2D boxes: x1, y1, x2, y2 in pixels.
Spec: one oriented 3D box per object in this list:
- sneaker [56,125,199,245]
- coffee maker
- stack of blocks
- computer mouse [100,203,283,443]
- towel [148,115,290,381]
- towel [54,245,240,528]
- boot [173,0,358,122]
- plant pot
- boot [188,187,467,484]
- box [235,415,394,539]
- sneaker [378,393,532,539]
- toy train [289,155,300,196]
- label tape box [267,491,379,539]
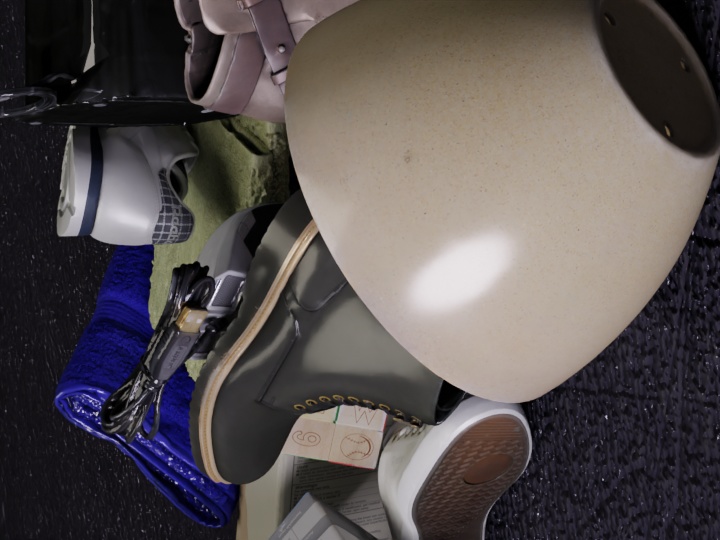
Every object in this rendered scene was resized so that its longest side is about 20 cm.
[{"bbox_3d":[-0.141,-0.079,1.671,0.200,0.080,0.076,-93,13,-52],"label":"sneaker"},{"bbox_3d":[-0.141,-0.188,1.553,0.135,0.192,0.200,-8,85,30],"label":"coffee maker"},{"bbox_3d":[0.000,0.000,1.582,0.115,0.059,0.200,-86,7,-56],"label":"stack of blocks"},{"bbox_3d":[-0.084,0.013,1.533,0.110,0.044,0.200,-66,-10,29],"label":"computer mouse"},{"bbox_3d":[-0.087,-0.023,1.681,0.148,0.036,0.200,-133,46,-55],"label":"towel"},{"bbox_3d":[-0.115,0.057,1.804,0.050,0.148,0.200,-33,26,35],"label":"towel"},{"bbox_3d":[-0.034,-0.181,1.505,0.070,0.146,0.200,20,116,59],"label":"boot"},{"bbox_3d":[0.082,-0.060,1.220,0.134,0.200,0.200,-32,63,31],"label":"plant pot"},{"bbox_3d":[-0.011,0.069,1.481,0.138,0.077,0.200,38,130,23],"label":"boot"},{"bbox_3d":[-0.024,0.146,1.736,0.078,0.095,0.200,-119,28,-48],"label":"box"},{"bbox_3d":[0.042,0.103,1.547,0.200,0.073,0.085,110,144,-58],"label":"sneaker"},{"bbox_3d":[-0.065,-0.078,1.766,0.200,0.087,0.114,105,144,-51],"label":"toy train"},{"bbox_3d":[-0.027,0.229,1.531,0.143,0.066,0.200,-50,22,4],"label":"label tape box"}]
